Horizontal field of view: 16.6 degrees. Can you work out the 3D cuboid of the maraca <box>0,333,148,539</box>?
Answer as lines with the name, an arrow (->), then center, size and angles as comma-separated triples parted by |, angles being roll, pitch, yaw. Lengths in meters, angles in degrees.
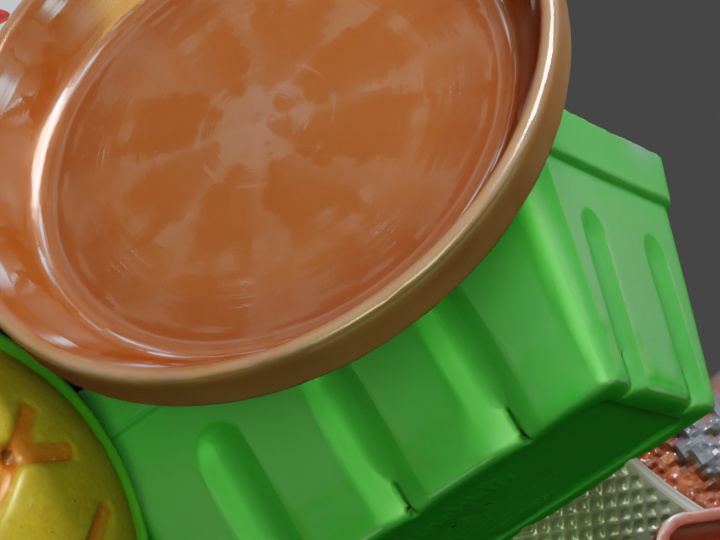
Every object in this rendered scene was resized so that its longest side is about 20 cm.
maraca -> -0.123, 0.108, 0.756 | 0.137, 0.107, 0.201 | -30, 100, -14

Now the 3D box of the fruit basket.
fruit basket -> 0.000, 0.000, 0.832 | 0.215, 0.155, 0.217 | -5, 79, 28

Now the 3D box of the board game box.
board game box -> -0.096, -0.082, 0.841 | 0.200, 0.035, 0.126 | 28, 71, 35

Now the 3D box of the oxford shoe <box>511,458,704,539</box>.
oxford shoe -> 0.111, 0.119, 0.901 | 0.200, 0.058, 0.075 | 42, 81, -15

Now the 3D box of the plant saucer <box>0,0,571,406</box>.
plant saucer -> -0.031, -0.047, 0.743 | 0.200, 0.032, 0.201 | -13, 53, 18

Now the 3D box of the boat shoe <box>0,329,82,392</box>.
boat shoe -> -0.169, -0.009, 0.881 | 0.199, 0.066, 0.075 | 20, 49, 16

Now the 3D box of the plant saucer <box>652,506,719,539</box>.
plant saucer -> 0.169, 0.166, 0.835 | 0.199, 0.037, 0.201 | -4, 98, -29
